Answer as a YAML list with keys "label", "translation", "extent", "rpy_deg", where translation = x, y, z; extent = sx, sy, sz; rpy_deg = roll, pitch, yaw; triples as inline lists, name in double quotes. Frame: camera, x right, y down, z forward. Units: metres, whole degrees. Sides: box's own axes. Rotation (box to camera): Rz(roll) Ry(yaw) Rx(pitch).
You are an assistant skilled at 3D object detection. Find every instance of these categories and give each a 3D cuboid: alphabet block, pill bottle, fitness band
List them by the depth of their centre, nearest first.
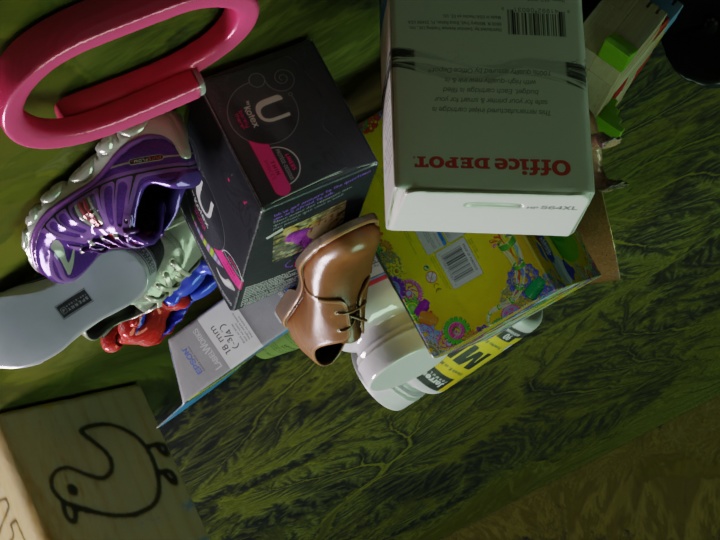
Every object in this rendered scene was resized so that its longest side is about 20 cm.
- label: "fitness band"
  translation: [-0.162, -0.148, 1.400]
  extent: [0.200, 0.038, 0.144]
  rpy_deg: [-25, 162, -14]
- label: "pill bottle"
  translation: [0.000, 0.000, 1.777]
  extent: [0.108, 0.200, 0.109]
  rpy_deg: [-24, 162, -8]
- label: "pill bottle"
  translation: [0.373, -0.225, 1.843]
  extent: [0.200, 0.112, 0.112]
  rpy_deg: [-8, 154, -46]
- label: "alphabet block"
  translation: [-0.302, 0.260, 2.063]
  extent: [0.195, 0.200, 0.196]
  rpy_deg: [-10, 156, -45]
- label: "pill bottle"
  translation: [0.093, 0.066, 2.237]
  extent: [0.200, 0.115, 0.114]
  rpy_deg: [-37, 160, 25]

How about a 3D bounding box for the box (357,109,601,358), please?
- label: "box"
  translation: [0.089, -0.048, 1.715]
  extent: [0.122, 0.200, 0.193]
  rpy_deg: [-30, 174, 17]

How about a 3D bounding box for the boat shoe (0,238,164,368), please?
- label: "boat shoe"
  translation: [-0.248, 0.019, 1.704]
  extent: [0.200, 0.070, 0.066]
  rpy_deg: [-30, -169, 26]

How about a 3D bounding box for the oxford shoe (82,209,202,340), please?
- label: "oxford shoe"
  translation: [-0.175, -0.002, 1.754]
  extent: [0.200, 0.058, 0.075]
  rpy_deg: [-32, 159, 8]

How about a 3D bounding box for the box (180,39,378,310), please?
- label: "box"
  translation: [-0.072, -0.072, 1.601]
  extent: [0.106, 0.122, 0.200]
  rpy_deg: [-22, 161, -19]

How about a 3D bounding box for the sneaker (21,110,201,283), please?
- label: "sneaker"
  translation: [-0.195, -0.042, 1.571]
  extent: [0.080, 0.084, 0.200]
  rpy_deg: [-9, 155, -44]

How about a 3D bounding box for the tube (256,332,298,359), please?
- label: "tube"
  translation: [-0.028, 0.041, 2.005]
  extent: [0.200, 0.052, 0.058]
  rpy_deg: [-19, -167, 35]

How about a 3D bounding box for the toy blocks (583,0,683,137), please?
- label: "toy blocks"
  translation: [0.219, -0.193, 1.730]
  extent: [0.137, 0.100, 0.200]
  rpy_deg: [-51, 172, -24]

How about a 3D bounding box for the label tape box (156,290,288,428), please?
- label: "label tape box"
  translation: [-0.114, 0.055, 1.925]
  extent: [0.200, 0.063, 0.144]
  rpy_deg: [-36, 179, 25]

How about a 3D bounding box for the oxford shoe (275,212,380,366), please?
- label: "oxford shoe"
  translation: [-0.013, 0.017, 1.621]
  extent: [0.071, 0.071, 0.200]
  rpy_deg: [-22, 160, -21]

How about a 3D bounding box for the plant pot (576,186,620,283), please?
- label: "plant pot"
  translation: [0.125, -0.059, 1.882]
  extent: [0.199, 0.187, 0.186]
  rpy_deg: [-13, 163, 4]

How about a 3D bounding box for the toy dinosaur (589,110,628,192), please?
- label: "toy dinosaur"
  translation: [0.157, -0.130, 1.651]
  extent: [0.086, 0.136, 0.200]
  rpy_deg: [-24, 160, 7]

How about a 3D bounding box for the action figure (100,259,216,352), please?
- label: "action figure"
  translation: [-0.162, 0.017, 1.836]
  extent: [0.200, 0.052, 0.065]
  rpy_deg: [-37, 156, 18]

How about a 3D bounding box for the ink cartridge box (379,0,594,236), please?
- label: "ink cartridge box"
  translation: [0.089, -0.131, 1.479]
  extent: [0.145, 0.201, 0.084]
  rpy_deg: [2, 159, -6]
